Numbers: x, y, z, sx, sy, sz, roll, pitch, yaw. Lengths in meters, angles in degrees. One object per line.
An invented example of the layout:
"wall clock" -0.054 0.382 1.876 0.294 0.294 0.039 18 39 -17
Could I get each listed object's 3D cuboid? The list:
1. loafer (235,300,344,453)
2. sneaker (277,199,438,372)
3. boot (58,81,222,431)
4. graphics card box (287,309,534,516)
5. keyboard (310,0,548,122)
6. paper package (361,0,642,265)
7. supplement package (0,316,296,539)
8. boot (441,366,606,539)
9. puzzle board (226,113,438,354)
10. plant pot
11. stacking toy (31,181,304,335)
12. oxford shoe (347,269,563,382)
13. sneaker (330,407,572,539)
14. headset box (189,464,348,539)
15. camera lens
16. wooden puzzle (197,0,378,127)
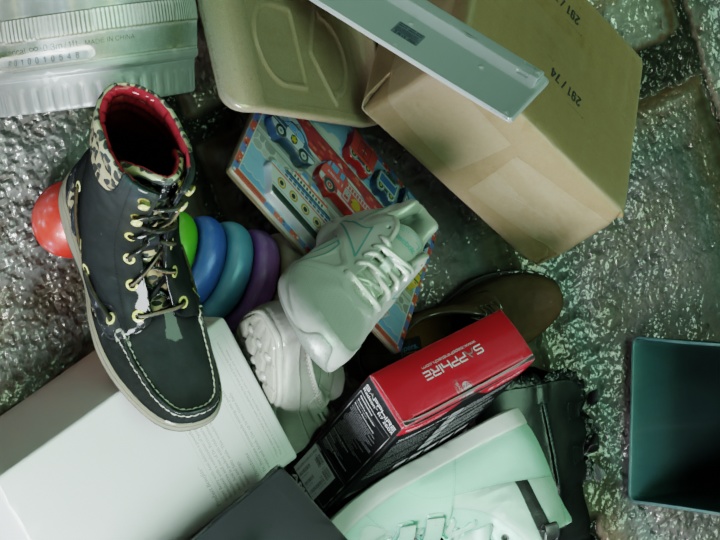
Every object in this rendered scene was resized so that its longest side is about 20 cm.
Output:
"loafer" -0.048 0.073 1.510 0.070 0.200 0.070 -25 68 -12
"sneaker" 0.000 0.000 1.450 0.071 0.080 0.200 56 24 -16
"boot" -0.137 -0.008 1.360 0.073 0.154 0.204 -17 72 -22
"graphics card box" 0.034 0.110 1.551 0.125 0.200 0.051 -26 75 -29
"keyboard" 0.037 -0.170 1.483 0.200 0.011 0.056 33 56 14
"paper package" 0.115 -0.144 1.613 0.200 0.103 0.191 40 43 -27
"supplement package" -0.171 0.132 1.462 0.200 0.120 0.122 -35 109 -27
"boot" 0.111 0.165 1.676 0.198 0.073 0.163 -8 96 -35
"puzzle board" -0.014 -0.054 1.576 0.200 0.017 0.151 48 36 -24
"plant pot" 0.349 0.130 1.793 0.200 0.141 0.142 1 91 -41
"stacking toy" -0.141 -0.013 1.504 0.200 0.085 0.086 20 81 -28
"oxford shoe" 0.092 0.050 1.653 0.200 0.084 0.073 -21 101 -32
"sneaker" 0.064 0.200 1.583 0.200 0.074 0.118 -29 80 -10
"headset box" -0.103 0.244 1.452 0.174 0.200 0.093 -39 81 -25
"camera lens" -0.195 -0.211 1.411 0.160 0.160 0.201 -11 98 -32
"wooden puzzle" -0.064 -0.194 1.522 0.200 0.046 0.186 -2 76 -58
